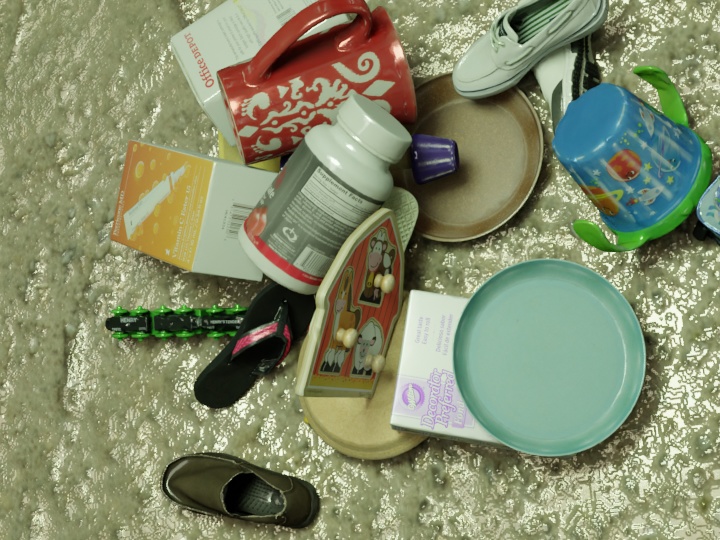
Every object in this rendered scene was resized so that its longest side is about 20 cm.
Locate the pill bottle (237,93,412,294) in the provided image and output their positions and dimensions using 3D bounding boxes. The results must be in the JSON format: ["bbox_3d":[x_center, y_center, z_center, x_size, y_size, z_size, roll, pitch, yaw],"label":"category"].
[{"bbox_3d":[-0.034,-0.083,1.452,0.111,0.110,0.201,45,108,24],"label":"pill bottle"}]

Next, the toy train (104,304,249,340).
[{"bbox_3d":[-0.210,0.061,1.626,0.197,0.056,0.042,-1,92,21],"label":"toy train"}]

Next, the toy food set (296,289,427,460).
[{"bbox_3d":[0.017,0.110,1.528,0.196,0.049,0.202,15,84,24],"label":"toy food set"}]

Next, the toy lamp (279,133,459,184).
[{"bbox_3d":[0.012,-0.120,1.532,0.197,0.058,0.059,-3,76,15],"label":"toy lamp"}]

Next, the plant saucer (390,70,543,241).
[{"bbox_3d":[0.115,-0.127,1.553,0.198,0.037,0.203,-5,75,20],"label":"plant saucer"}]

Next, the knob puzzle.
[{"bbox_3d":[0.009,0.036,1.413,0.030,0.219,0.222,16,83,25],"label":"knob puzzle"}]

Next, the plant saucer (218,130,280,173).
[{"bbox_3d":[-0.067,-0.105,1.614,0.198,0.048,0.203,-9,74,20],"label":"plant saucer"}]

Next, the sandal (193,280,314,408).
[{"bbox_3d":[-0.116,0.091,1.562,0.201,0.075,0.045,-51,30,17],"label":"sandal"}]

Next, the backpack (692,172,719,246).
[{"bbox_3d":[0.452,-0.062,1.343,0.199,0.147,0.184,38,96,21],"label":"backpack"}]

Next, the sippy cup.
[{"bbox_3d":[0.272,-0.120,1.409,0.139,0.130,0.179,-35,37,28],"label":"sippy cup"}]

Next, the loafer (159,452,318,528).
[{"bbox_3d":[-0.147,0.244,1.548,0.198,0.071,0.074,4,79,22],"label":"loafer"}]

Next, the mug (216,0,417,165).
[{"bbox_3d":[-0.056,-0.216,1.501,0.198,0.179,0.134,-18,27,-5],"label":"mug"}]

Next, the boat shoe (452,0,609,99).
[{"bbox_3d":[0.171,-0.259,1.484,0.199,0.066,0.074,-32,58,28],"label":"boat shoe"}]

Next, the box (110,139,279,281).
[{"bbox_3d":[-0.192,-0.071,1.575,0.199,0.097,0.126,17,97,51],"label":"box"}]

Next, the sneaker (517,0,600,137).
[{"bbox_3d":[0.220,-0.228,1.526,0.079,0.073,0.203,-13,68,33],"label":"sneaker"}]

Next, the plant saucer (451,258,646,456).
[{"bbox_3d":[0.192,0.090,1.402,0.197,0.027,0.203,0,79,2],"label":"plant saucer"}]

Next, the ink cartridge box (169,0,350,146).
[{"bbox_3d":[-0.110,-0.263,1.614,0.199,0.088,0.146,-32,47,2],"label":"ink cartridge box"}]

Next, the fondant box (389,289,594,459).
[{"bbox_3d":[0.138,0.110,1.443,0.197,0.058,0.146,9,80,5],"label":"fondant box"}]

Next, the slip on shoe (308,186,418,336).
[{"bbox_3d":[0.000,0.000,1.509,0.202,0.074,0.061,-65,27,-1],"label":"slip on shoe"}]
